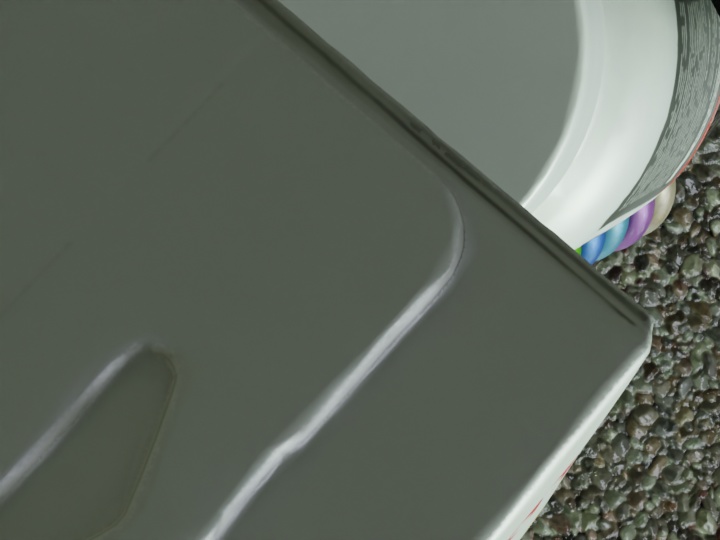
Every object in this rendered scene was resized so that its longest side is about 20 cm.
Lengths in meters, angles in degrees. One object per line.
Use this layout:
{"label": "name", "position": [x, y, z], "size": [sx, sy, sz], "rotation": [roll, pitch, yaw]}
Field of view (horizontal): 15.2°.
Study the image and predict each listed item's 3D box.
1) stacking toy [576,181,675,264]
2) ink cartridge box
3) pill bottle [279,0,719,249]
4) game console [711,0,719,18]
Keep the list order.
{"label": "stacking toy", "position": [0.097, -0.019, 1.535], "size": [0.200, 0.085, 0.086], "rotation": [-37, 167, -43]}
{"label": "ink cartridge box", "position": [-0.062, 0.041, 0.467], "size": [0.147, 0.146, 0.200], "rotation": [-47, 173, -15]}
{"label": "pill bottle", "position": [0.024, -0.055, 0.643], "size": [0.116, 0.116, 0.200], "rotation": [-51, 173, 12]}
{"label": "game console", "position": [0.110, -0.138, 0.653], "size": [0.177, 0.116, 0.200], "rotation": [-61, 172, 11]}
